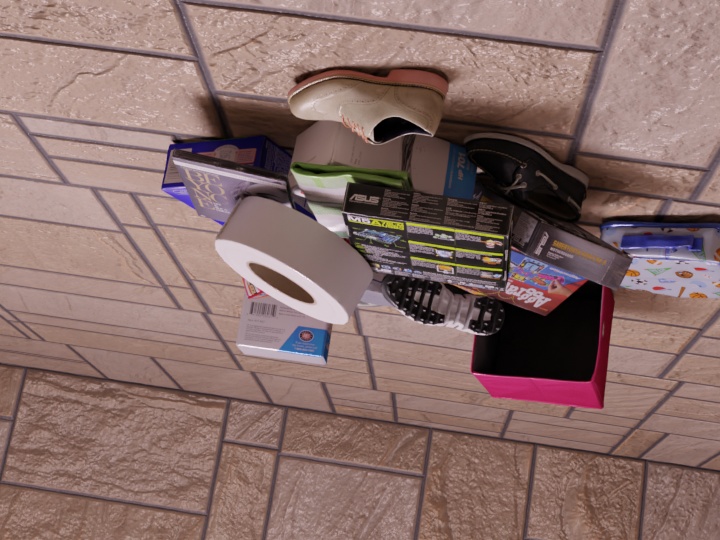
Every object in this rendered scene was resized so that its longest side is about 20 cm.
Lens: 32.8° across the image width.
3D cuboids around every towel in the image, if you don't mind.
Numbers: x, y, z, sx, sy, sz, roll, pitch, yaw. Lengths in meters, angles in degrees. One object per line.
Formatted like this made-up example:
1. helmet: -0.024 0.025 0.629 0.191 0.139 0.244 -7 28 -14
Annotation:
1. towel: 0.001 -0.079 1.523 0.149 0.031 0.200 5 162 12

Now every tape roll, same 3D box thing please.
1. tape roll: -0.087 -0.012 1.580 0.202 0.071 0.202 28 166 8

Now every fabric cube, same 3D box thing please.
1. fabric cube: 0.301 0.104 1.986 0.199 0.197 0.199 4 163 18

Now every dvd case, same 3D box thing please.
1. dvd case: -0.158 -0.096 1.600 0.148 0.016 0.200 13 162 7

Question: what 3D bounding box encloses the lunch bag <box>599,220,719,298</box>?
1. lunch bag: 0.437 -0.020 1.709 0.200 0.076 0.160 1 160 29

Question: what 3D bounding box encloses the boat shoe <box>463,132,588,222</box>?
1. boat shoe: 0.209 -0.115 1.530 0.200 0.060 0.076 18 161 -29

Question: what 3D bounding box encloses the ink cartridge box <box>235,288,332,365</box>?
1. ink cartridge box: -0.112 0.042 2.004 0.146 0.201 0.084 8 166 6

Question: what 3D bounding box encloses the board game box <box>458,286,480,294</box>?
1. board game box: 0.103 -0.024 1.822 0.200 0.096 0.030 16 137 -31

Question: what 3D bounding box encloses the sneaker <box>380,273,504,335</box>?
1. sneaker: 0.100 0.044 1.708 0.200 0.067 0.090 16 178 -31

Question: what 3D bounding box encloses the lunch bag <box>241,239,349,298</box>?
1. lunch bag: -0.074 -0.019 1.860 0.200 0.082 0.176 -16 178 -28

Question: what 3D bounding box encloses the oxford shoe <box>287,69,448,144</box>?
1. oxford shoe: 0.000 -0.183 1.393 0.200 0.074 0.071 0 161 30

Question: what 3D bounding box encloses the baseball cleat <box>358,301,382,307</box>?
1. baseball cleat: 0.049 0.009 1.899 0.200 0.070 0.106 -21 -178 -23

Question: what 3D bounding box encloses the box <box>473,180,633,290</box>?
1. box: 0.235 -0.050 1.599 0.158 0.048 0.200 18 -168 -28

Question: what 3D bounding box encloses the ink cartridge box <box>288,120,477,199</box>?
1. ink cartridge box: 0.027 -0.125 1.557 0.200 0.086 0.146 18 162 -23

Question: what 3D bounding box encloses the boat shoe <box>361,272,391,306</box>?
1. boat shoe: 0.000 0.000 1.771 0.200 0.070 0.071 20 162 -32

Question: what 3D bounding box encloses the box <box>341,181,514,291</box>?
1. box: 0.085 -0.038 1.494 0.199 0.048 0.193 9 158 10

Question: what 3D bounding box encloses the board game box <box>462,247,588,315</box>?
1. board game box: 0.214 0.003 1.688 0.200 0.019 0.103 18 135 -31

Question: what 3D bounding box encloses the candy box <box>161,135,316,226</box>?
1. candy box: -0.150 -0.112 1.717 0.169 0.077 0.200 -1 159 31
